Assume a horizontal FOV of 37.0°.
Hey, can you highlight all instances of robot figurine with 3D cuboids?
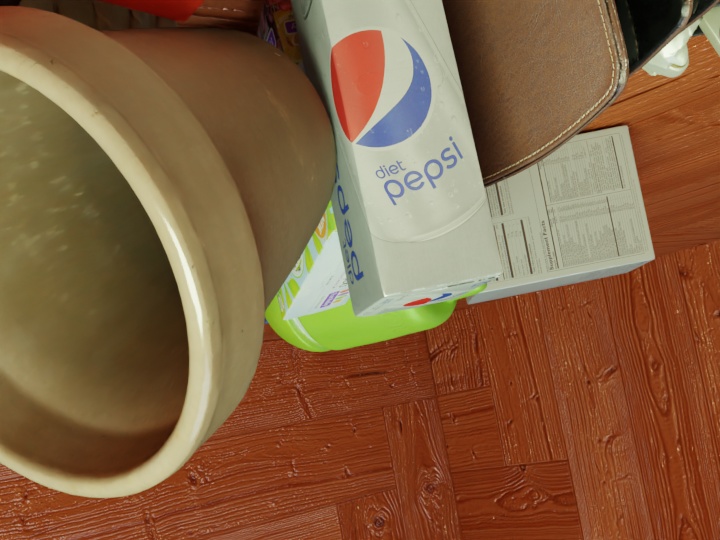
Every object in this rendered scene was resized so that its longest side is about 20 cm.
[{"bbox_3d":[0.000,0.000,0.861,0.198,0.118,0.175,-15,166,31],"label":"robot figurine"}]

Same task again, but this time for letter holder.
[{"bbox_3d":[0.110,-0.128,0.580,0.099,0.145,0.200,-7,172,-22],"label":"letter holder"}]

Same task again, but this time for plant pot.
[{"bbox_3d":[-0.100,-0.030,0.483,0.198,0.203,0.174,-15,-164,35],"label":"plant pot"}]

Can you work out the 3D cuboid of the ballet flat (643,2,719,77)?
[{"bbox_3d":[0.231,-0.170,0.730,0.197,0.074,0.073,-11,173,2],"label":"ballet flat"}]

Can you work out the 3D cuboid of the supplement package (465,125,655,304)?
[{"bbox_3d":[0.208,-0.059,1.224,0.197,0.153,0.152,-11,174,1],"label":"supplement package"}]

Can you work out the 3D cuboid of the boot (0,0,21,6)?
[{"bbox_3d":[-0.091,-0.147,0.480,0.197,0.065,0.186,-13,173,-22],"label":"boot"}]

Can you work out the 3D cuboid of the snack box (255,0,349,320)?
[{"bbox_3d":[-0.032,-0.063,0.672,0.052,0.144,0.200,-14,167,-15],"label":"snack box"}]

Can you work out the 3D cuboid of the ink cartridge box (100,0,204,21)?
[{"bbox_3d":[-0.062,-0.143,0.356,0.161,0.058,0.200,4,145,-45],"label":"ink cartridge box"}]

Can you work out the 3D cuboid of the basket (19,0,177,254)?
[{"bbox_3d":[-0.165,-0.046,0.615,0.134,0.203,0.123,-6,167,-32],"label":"basket"}]

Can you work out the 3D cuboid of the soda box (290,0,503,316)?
[{"bbox_3d":[0.012,-0.084,0.540,0.062,0.203,0.068,-10,173,-14],"label":"soda box"}]
